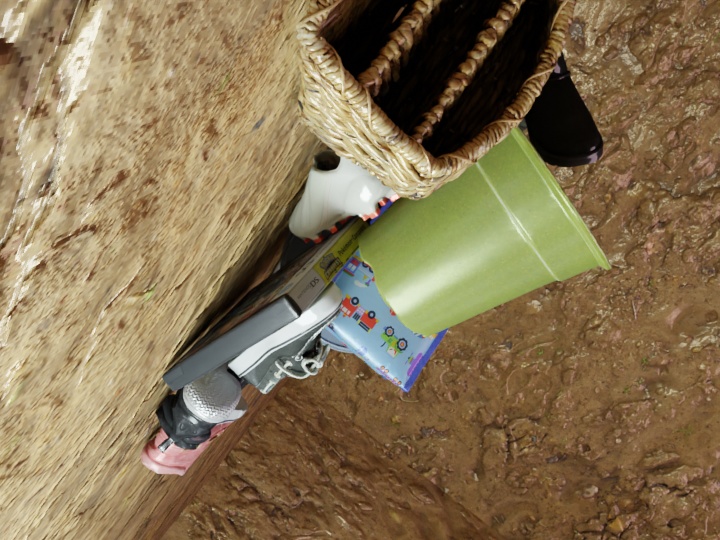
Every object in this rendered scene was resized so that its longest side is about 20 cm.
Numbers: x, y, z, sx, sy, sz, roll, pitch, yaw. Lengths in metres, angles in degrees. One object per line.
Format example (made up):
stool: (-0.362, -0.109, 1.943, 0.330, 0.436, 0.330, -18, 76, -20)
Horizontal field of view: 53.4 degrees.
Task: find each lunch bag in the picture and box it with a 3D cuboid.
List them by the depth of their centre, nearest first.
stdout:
lunch bag: (0.047, 0.008, 0.826, 0.200, 0.150, 0.094, -50, -166, -8)

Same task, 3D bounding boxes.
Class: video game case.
video game case: (-0.094, 0.032, 0.741, 0.199, 0.026, 0.181, -31, -168, 35)

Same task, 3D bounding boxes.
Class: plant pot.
plant pot: (0.105, -0.035, 0.695, 0.189, 0.201, 0.200, -34, -178, 14)

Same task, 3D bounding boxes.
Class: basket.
basket: (0.063, -0.159, 0.476, 0.201, 0.142, 0.149, -54, 178, -11)

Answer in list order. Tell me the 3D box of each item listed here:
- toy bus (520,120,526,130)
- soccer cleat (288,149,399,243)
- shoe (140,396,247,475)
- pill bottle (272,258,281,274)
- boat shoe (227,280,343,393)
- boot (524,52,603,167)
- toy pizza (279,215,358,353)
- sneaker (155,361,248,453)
toy bus: (0.198, -0.303, 0.971, 0.193, 0.135, 0.200, -62, -170, 13)
soccer cleat: (-0.029, -0.082, 0.727, 0.069, 0.078, 0.200, -40, -169, -26)
shoe: (-0.222, 0.208, 0.962, 0.091, 0.071, 0.200, -53, 172, 5)
pill bottle: (-0.011, 0.030, 0.955, 0.113, 0.199, 0.112, -53, 178, -2)
boat shoe: (-0.067, 0.079, 0.740, 0.199, 0.068, 0.074, -39, -172, 41)
boot: (0.178, -0.221, 0.690, 0.065, 0.201, 0.165, -16, -143, 2)
toy pizza: (0.000, 0.000, 0.874, 0.201, 0.200, 0.032, -54, -168, -1)
sneaker: (-0.176, 0.136, 0.845, 0.114, 0.075, 0.200, -45, -175, 22)
